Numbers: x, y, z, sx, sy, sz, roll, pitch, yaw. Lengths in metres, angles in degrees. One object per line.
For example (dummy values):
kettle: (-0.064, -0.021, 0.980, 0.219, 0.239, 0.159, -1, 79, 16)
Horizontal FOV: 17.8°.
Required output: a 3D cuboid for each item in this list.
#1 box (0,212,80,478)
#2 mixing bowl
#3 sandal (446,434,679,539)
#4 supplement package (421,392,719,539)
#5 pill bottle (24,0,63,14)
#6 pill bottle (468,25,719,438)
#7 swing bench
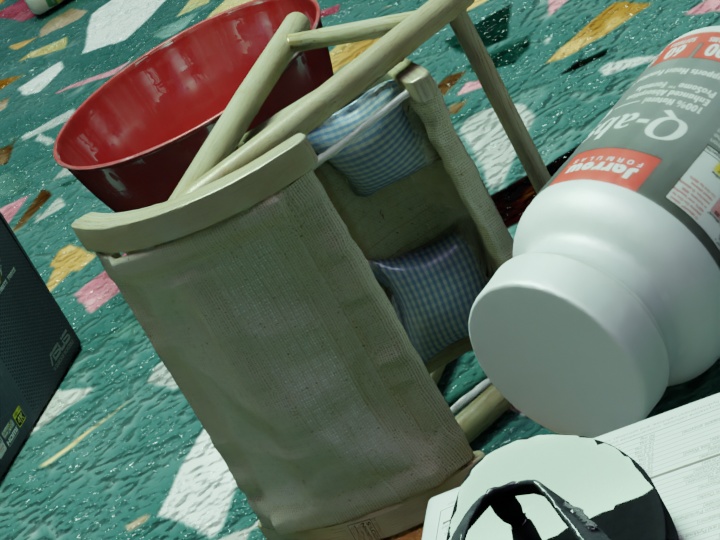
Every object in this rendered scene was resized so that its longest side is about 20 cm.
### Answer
box: (-0.257, 0.044, 1.394, 0.051, 0.158, 0.200, -18, 25, 26)
mixing bowl: (-0.090, -0.082, 1.511, 0.199, 0.109, 0.200, -24, 24, 11)
sandal: (0.055, 0.102, 0.668, 0.076, 0.043, 0.200, -26, 25, 13)
supplement package: (0.107, 0.163, 0.732, 0.150, 0.152, 0.200, -22, 25, 20)
pill bottle: (-0.259, -0.345, 2.229, 0.199, 0.113, 0.113, -32, 23, -4)
pill bottle: (0.144, -0.018, 1.098, 0.115, 0.116, 0.200, -3, 35, 46)
swing bench: (0.000, 0.000, 1.126, 0.129, 0.200, 0.200, -5, 34, 44)
